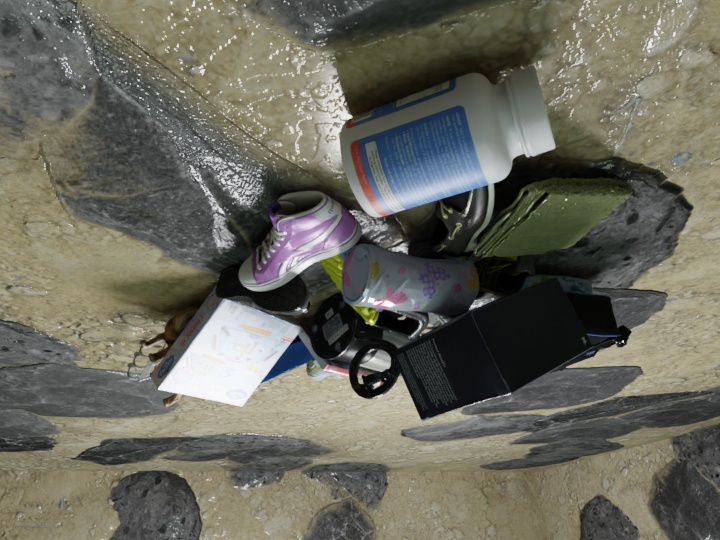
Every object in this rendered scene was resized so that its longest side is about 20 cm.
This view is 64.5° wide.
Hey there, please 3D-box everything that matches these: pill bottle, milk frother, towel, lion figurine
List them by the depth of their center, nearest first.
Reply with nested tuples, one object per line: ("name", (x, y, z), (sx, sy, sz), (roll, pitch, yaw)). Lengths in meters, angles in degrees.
("pill bottle", (0.089, -0.133, 0.586), (0.199, 0.113, 0.112), (-14, 151, 21))
("towel", (0.256, -0.072, 0.760), (0.200, 0.037, 0.148), (-6, 151, -31))
("milk frother", (0.036, 0.152, 1.028), (0.180, 0.201, 0.188), (-27, 145, 36))
("lion figurine", (-0.325, 0.157, 1.050), (0.122, 0.072, 0.200), (-24, 138, -31))

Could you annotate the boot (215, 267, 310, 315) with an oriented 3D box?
("boot", (-0.122, 0.039, 0.907), (0.200, 0.070, 0.132), (11, 169, 42))

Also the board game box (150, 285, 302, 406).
("board game box", (-0.235, 0.143, 1.027), (0.200, 0.041, 0.200), (-52, 139, 6))

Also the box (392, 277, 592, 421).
("box", (0.193, 0.117, 0.853), (0.200, 0.124, 0.198), (-16, 167, -37))

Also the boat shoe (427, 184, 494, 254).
("boat shoe", (0.127, -0.077, 0.741), (0.060, 0.072, 0.201), (-7, 155, -3))

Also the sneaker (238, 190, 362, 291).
("sneaker", (-0.110, -0.047, 0.779), (0.200, 0.073, 0.114), (-28, 142, 20))

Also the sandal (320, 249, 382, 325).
("sandal", (0.000, 0.000, 0.889), (0.087, 0.079, 0.200), (-42, 142, -7))

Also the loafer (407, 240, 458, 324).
("loafer", (0.116, 0.018, 0.931), (0.072, 0.063, 0.200), (-33, 132, 1))

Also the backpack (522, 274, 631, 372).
("backpack", (0.336, 0.102, 1.030), (0.182, 0.147, 0.200), (4, 148, -17))

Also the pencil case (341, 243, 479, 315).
("pencil case", (0.072, 0.014, 0.808), (0.199, 0.083, 0.091), (6, 131, -28))

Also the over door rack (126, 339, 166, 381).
("over door rack", (-0.358, 0.163, 1.156), (0.200, 0.067, 0.148), (-3, 155, -33))

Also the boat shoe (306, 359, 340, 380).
("boat shoe", (-0.078, 0.191, 1.232), (0.062, 0.072, 0.200), (47, 153, -8))

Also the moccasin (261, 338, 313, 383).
("moccasin", (-0.185, 0.190, 1.172), (0.199, 0.081, 0.068), (-9, -178, -17))

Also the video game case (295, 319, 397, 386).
("video game case", (-0.030, 0.166, 1.128), (0.200, 0.143, 0.017), (24, 106, -43))

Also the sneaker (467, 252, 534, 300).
("sneaker", (0.209, 0.009, 0.903), (0.074, 0.085, 0.200), (3, 152, -11))
